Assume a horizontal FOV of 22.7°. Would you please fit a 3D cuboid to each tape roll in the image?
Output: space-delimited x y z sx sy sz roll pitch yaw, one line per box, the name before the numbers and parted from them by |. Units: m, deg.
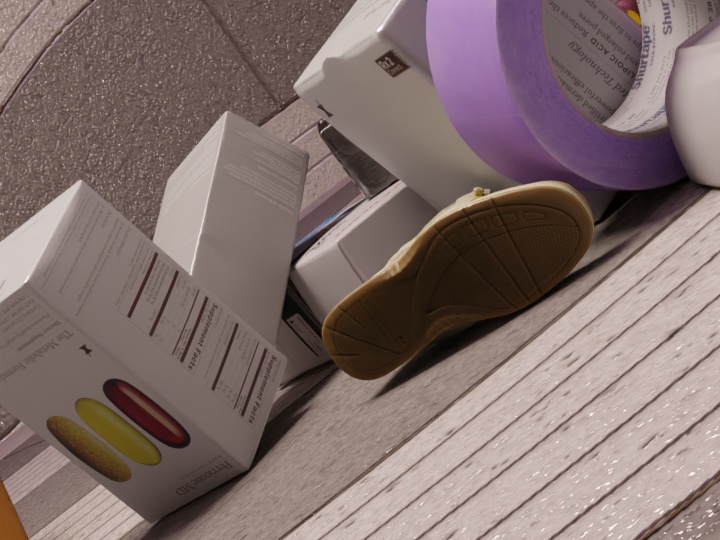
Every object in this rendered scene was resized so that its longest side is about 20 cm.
tape roll | 0.146 -0.149 1.106 0.200 0.201 0.085 -38 19 -21

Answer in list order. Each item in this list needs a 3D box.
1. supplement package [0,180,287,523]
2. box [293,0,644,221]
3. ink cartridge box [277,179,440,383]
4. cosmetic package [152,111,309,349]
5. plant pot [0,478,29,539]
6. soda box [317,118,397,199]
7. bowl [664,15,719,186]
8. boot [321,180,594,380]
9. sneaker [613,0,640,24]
supplement package | -0.166 0.059 1.223 0.114 0.200 0.110 -32 25 37
box | 0.087 -0.131 1.252 0.131 0.200 0.199 -54 11 -15
ink cartridge box | 0.000 0.000 1.408 0.145 0.084 0.200 -41 8 -35
cosmetic package | -0.108 -0.009 1.364 0.107 0.090 0.201 -41 33 44
plant pot | -0.371 0.202 1.473 0.200 0.184 0.200 -35 6 4
soda box | 0.064 -0.143 1.397 0.200 0.071 0.063 -37 12 4
bowl | 0.260 -0.133 0.998 0.200 0.075 0.200 -35 6 0
boot | 0.080 -0.015 1.138 0.200 0.072 0.155 -33 4 32
sneaker | 0.205 -0.160 1.480 0.200 0.090 0.075 -49 -6 -44
